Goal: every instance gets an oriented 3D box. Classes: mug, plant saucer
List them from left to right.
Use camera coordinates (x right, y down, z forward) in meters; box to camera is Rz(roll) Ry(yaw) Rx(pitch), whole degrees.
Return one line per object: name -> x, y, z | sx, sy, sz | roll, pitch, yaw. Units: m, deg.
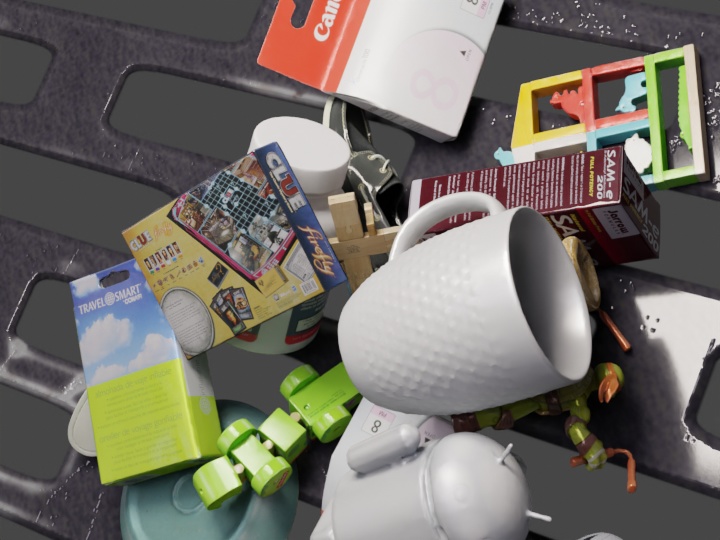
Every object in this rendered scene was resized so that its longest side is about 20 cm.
plant saucer -> -0.154, 0.215, 1.611 | 0.200, 0.036, 0.201 | -11, 66, 25
mug -> 0.078, 0.023, 1.394 | 0.175, 0.148, 0.200 | -20, 52, 26

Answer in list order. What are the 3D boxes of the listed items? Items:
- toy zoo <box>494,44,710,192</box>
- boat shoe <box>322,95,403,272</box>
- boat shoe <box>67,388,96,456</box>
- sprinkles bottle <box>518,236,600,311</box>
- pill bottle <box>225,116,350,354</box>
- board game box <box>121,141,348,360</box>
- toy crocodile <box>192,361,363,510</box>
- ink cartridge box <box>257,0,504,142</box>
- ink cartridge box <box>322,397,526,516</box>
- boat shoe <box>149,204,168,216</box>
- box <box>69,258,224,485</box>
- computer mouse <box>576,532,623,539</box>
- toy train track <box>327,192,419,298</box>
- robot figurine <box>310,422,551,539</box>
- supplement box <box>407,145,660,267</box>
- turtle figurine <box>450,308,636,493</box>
toy zoo -> 0.217, -0.125, 1.556 | 0.200, 0.020, 0.132 | -10, 66, 24
boat shoe -> 0.012, -0.081, 1.619 | 0.067, 0.072, 0.201 | -21, 69, 26
boat shoe -> -0.218, 0.100, 1.691 | 0.200, 0.073, 0.062 | -52, 12, 9
sprinkles bottle -> 0.107, 0.032, 1.483 | 0.200, 0.068, 0.068 | -19, 62, 22
pill bottle -> -0.074, -0.034, 1.564 | 0.120, 0.119, 0.200 | 43, 131, 34
board game box -> -0.115, -0.014, 1.499 | 0.200, 0.035, 0.136 | -26, 92, 43
toy crocodile -> -0.067, 0.150, 1.559 | 0.200, 0.062, 0.068 | -39, 68, -18
ink cartridge box -> 0.024, -0.233, 1.618 | 0.057, 0.200, 0.163 | -14, 55, 70
ink cartridge box -> 0.032, 0.223, 1.491 | 0.162, 0.057, 0.200 | 23, 78, 33
boat shoe -> -0.120, -0.039, 1.677 | 0.200, 0.066, 0.072 | 0, 70, 28
box -> -0.204, 0.093, 1.606 | 0.122, 0.048, 0.201 | -19, 76, 29
computer mouse -> 0.143, 0.288, 1.401 | 0.200, 0.044, 0.110 | -39, 75, 8
toy train track -> 0.000, 0.000, 1.526 | 0.114, 0.200, 0.033 | -10, 44, 4
robot figurine -> 0.056, 0.199, 1.385 | 0.200, 0.170, 0.113 | -22, 24, 31
supplement box -> 0.154, -0.045, 1.502 | 0.200, 0.109, 0.061 | -9, 59, 26
turtle figurine -> 0.156, 0.108, 1.429 | 0.161, 0.064, 0.200 | -12, 50, 7
